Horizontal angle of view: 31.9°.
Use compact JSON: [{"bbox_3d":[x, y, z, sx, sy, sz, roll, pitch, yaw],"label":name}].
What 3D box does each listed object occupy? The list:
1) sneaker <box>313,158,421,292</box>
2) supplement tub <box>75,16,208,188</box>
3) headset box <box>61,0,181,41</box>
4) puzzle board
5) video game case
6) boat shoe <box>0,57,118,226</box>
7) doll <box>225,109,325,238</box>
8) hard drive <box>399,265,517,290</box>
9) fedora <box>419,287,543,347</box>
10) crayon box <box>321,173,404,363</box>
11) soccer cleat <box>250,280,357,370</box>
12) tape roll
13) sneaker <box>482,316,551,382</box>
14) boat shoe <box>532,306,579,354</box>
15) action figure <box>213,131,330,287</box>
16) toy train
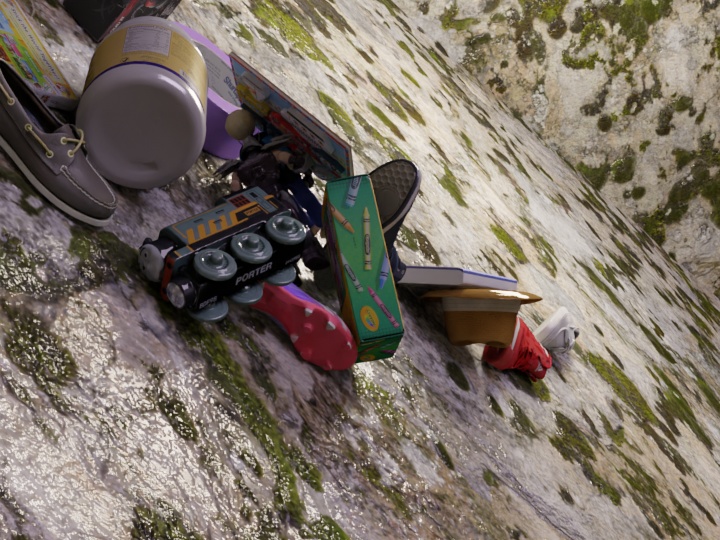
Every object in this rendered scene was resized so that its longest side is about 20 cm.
[{"bbox_3d":[0.032,-0.055,1.683,0.077,0.203,0.146,44,15,25],"label":"sneaker"},{"bbox_3d":[-0.248,-0.200,1.454,0.145,0.145,0.201,37,21,-24],"label":"supplement tub"},{"bbox_3d":[-0.303,-0.391,1.707,0.075,0.149,0.200,45,19,2],"label":"headset box"},{"bbox_3d":[-0.086,-0.176,1.579,0.199,0.017,0.151,39,-14,15],"label":"puzzle board"},{"bbox_3d":[-0.424,-0.269,1.408,0.201,0.023,0.181,54,20,22],"label":"video game case"},{"bbox_3d":[-0.321,-0.130,1.291,0.202,0.060,0.072,44,19,-7],"label":"boat shoe"},{"bbox_3d":[-0.112,-0.126,1.651,0.201,0.136,0.049,52,59,-23],"label":"doll"},{"bbox_3d":[0.139,0.014,1.902,0.199,0.130,0.026,10,84,-60],"label":"hard drive"},{"bbox_3d":[0.178,0.071,1.867,0.200,0.198,0.083,9,82,-60],"label":"fedora"},{"bbox_3d":[0.000,0.000,1.531,0.119,0.057,0.203,106,-28,-73],"label":"crayon box"},{"bbox_3d":[-0.081,0.040,1.460,0.199,0.067,0.077,36,23,-19],"label":"soccer cleat"},{"bbox_3d":[-0.218,-0.249,1.736,0.200,0.066,0.201,40,21,-19],"label":"tape roll"},{"bbox_3d":[0.258,0.130,1.979,0.115,0.078,0.200,43,21,-5],"label":"sneaker"},{"bbox_3d":[0.351,0.114,2.231,0.069,0.072,0.200,48,10,9],"label":"boat shoe"},{"bbox_3d":[-0.107,-0.082,1.561,0.069,0.129,0.202,11,54,-66],"label":"action figure"},{"bbox_3d":[-0.144,-0.021,1.354,0.114,0.086,0.199,37,43,26],"label":"toy train"}]
